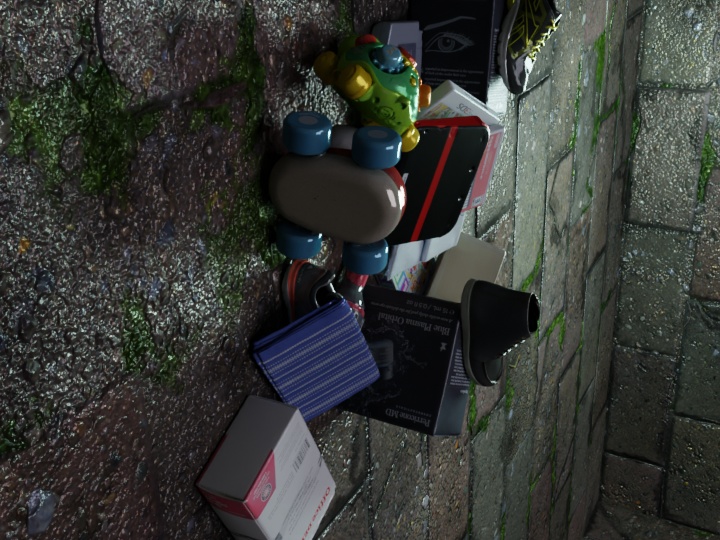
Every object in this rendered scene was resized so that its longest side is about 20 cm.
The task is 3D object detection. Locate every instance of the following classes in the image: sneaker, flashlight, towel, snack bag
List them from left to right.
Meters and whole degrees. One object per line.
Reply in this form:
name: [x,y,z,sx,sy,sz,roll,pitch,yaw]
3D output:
towel: [-0.058,0.127,1.245,0.144,0.024,0.201,-29,139,-5]
sneaker: [-0.055,0.080,1.253,0.077,0.081,0.201,-51,142,-44]
flashlight: [0.000,0.000,1.352,0.201,0.067,0.068,-68,150,-19]
snack bag: [0.118,-0.089,1.446,0.199,0.021,0.190,-25,138,-46]
sneaker: [0.211,0.106,1.325,0.075,0.105,0.201,-54,143,-38]
sneaker: [0.265,-0.374,1.392,0.074,0.084,0.202,-11,109,-61]

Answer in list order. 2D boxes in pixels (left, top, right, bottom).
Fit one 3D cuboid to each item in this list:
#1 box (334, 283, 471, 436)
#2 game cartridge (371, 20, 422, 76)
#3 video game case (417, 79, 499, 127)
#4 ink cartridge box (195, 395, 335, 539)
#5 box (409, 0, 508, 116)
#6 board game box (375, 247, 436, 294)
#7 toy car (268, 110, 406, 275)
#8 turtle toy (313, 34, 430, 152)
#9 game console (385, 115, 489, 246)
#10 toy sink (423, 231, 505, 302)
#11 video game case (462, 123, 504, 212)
box: [0.069,0.135,1.392,0.117,0.195,0.202,17,85,-63]
game cartridge: [0.051,-0.280,1.384,0.133,0.041,0.202,-31,126,-61]
video game case: [0.095,-0.194,1.352,0.182,0.199,0.023,11,48,-59]
ink cartridge box: [-0.119,0.288,1.201,0.147,0.082,0.201,-60,147,-34]
box: [0.160,-0.356,1.446,0.104,0.147,0.202,-22,119,-59]
board game box: [0.071,-0.024,1.520,0.135,0.034,0.201,-63,149,-29]
toy car: [-0.012,-0.131,1.186,0.200,0.175,0.186,-62,162,-55]
turtle toy: [0.018,-0.253,1.185,0.101,0.200,0.146,-48,128,1]
game console: [0.100,-0.129,1.304,0.176,0.031,0.201,-10,130,-41]
toy sink: [0.170,0.054,1.602,0.131,0.111,0.201,111,3,-68]
video game case: [0.134,-0.138,1.372,0.199,0.017,0.144,-22,138,-36]
